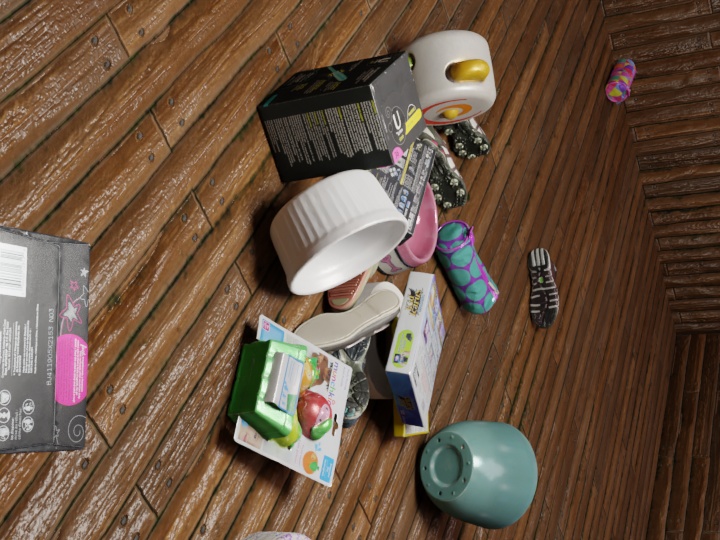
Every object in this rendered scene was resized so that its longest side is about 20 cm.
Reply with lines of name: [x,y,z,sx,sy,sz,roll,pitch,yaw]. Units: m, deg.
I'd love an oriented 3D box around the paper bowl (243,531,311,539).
paper bowl: [-0.127,0.447,1.289,0.200,0.103,0.205,13,75,-60]

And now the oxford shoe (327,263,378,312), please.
oxford shoe: [0.000,0.000,1.630,0.074,0.070,0.202,64,35,-40]

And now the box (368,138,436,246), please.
box: [0.037,-0.164,1.664,0.160,0.049,0.202,31,52,-19]

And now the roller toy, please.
roller toy: [0.163,-0.354,1.849,0.182,0.197,0.143,11,69,-64]

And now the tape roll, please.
tape roll: [0.035,0.122,1.711,0.202,0.036,0.207,15,73,-61]

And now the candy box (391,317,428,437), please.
candy box: [0.088,0.187,1.733,0.102,0.026,0.204,9,79,-58]

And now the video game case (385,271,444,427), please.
video game case: [0.094,0.133,1.628,0.201,0.045,0.184,73,29,-56]

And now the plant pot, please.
plant pot: [0.205,0.374,1.839,0.160,0.198,0.205,20,68,-44]

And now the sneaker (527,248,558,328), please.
sneaker: [0.480,0.049,2.514,0.115,0.074,0.204,13,74,-63]

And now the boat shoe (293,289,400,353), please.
boat shoe: [-0.019,0.093,1.537,0.198,0.067,0.058,-23,141,-29]

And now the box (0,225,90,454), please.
box: [-0.344,0.070,0.931,0.131,0.113,0.204,13,73,-59]

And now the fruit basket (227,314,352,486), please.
fruit basket: [-0.086,0.185,1.389,0.199,0.093,0.188,31,57,-34]

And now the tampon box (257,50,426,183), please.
tampon box: [-0.024,-0.231,1.481,0.150,0.197,0.128,-51,129,-51]

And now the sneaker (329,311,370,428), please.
sneaker: [-0.027,0.157,1.572,0.087,0.076,0.203,104,-9,-51]

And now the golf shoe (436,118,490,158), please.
golf shoe: [0.219,-0.307,2.066,0.200,0.076,0.090,42,43,-53]

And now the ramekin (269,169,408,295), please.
ramekin: [-0.037,-0.058,1.438,0.099,0.199,0.199,60,24,16]

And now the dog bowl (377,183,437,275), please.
dog bowl: [0.076,-0.095,1.781,0.199,0.073,0.205,13,75,-61]

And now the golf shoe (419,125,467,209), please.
golf shoe: [0.165,-0.208,1.965,0.201,0.076,0.089,58,31,-41]

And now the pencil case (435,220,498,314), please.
pencil case: [0.218,-0.006,2.014,0.201,0.091,0.086,59,38,-38]

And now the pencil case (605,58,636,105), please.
pencil case: [0.900,-0.653,3.391,0.089,0.087,0.201,67,33,-30]
